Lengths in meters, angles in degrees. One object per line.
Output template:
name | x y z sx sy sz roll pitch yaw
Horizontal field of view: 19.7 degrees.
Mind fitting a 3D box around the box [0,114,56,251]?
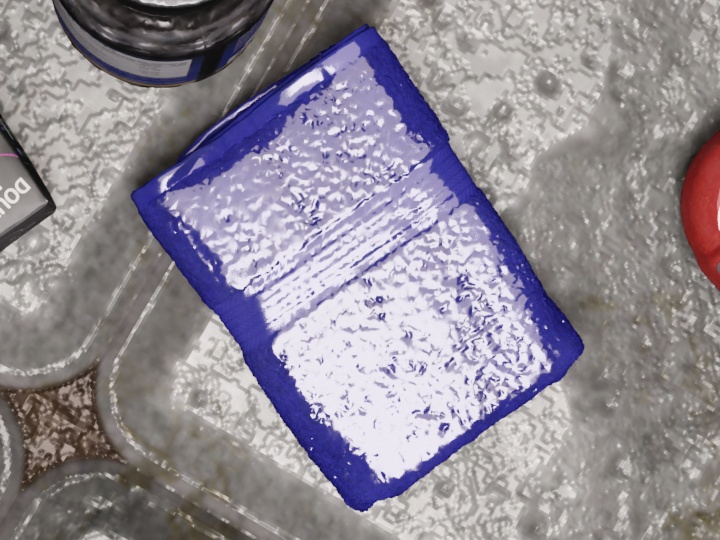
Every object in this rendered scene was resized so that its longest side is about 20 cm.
box | -0.253 -0.071 0.946 0.148 0.124 0.201 -34 94 -5

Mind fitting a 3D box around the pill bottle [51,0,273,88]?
pill bottle | -0.088 -0.146 0.931 0.111 0.200 0.113 0 89 -7

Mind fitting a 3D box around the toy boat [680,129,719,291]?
toy boat | 0.257 -0.052 1.000 0.200 0.131 0.131 -44 95 2

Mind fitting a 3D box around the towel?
towel | 0.000 0.000 1.020 0.147 0.050 0.201 -35 94 0
